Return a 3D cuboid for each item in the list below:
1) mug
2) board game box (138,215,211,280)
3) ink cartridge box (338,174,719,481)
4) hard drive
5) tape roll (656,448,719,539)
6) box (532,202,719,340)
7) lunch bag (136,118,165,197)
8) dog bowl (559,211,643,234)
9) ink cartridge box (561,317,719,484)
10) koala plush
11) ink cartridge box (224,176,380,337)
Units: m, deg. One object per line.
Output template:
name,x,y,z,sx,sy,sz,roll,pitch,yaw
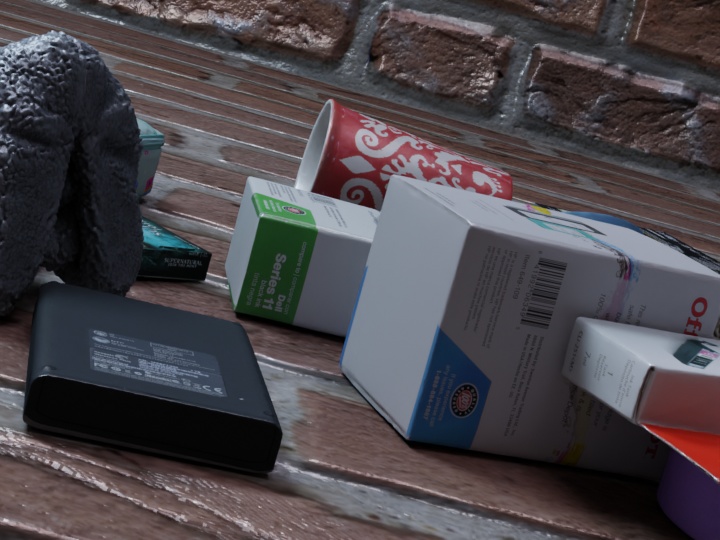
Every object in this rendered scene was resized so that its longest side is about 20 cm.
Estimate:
mug,0.040,-0.083,1.607,0.199,0.134,0.178,17,13,-10
board game box,-0.232,-0.039,1.270,0.199,0.028,0.135,26,14,40
ink cartridge box,0.114,0.038,1.076,0.199,0.148,0.146,12,11,-23
hard drive,-0.126,0.058,0.940,0.139,0.033,0.200,13,12,-13
tape roll,0.294,0.147,1.009,0.199,0.066,0.200,16,11,-3
box,0.266,0.011,1.561,0.163,0.087,0.200,12,12,-21
lunch bag,-0.291,-0.126,1.475,0.199,0.078,0.160,19,13,11
dog bowl,0.162,0.016,1.259,0.111,0.050,0.200,3,-23,0
ink cartridge box,0.249,0.087,0.965,0.199,0.044,0.173,10,11,-26
koala plush,-0.269,-0.076,1.090,0.199,0.185,0.177,8,6,29
ink cartridge box,0.000,0.000,1.258,0.199,0.084,0.147,14,12,-11
